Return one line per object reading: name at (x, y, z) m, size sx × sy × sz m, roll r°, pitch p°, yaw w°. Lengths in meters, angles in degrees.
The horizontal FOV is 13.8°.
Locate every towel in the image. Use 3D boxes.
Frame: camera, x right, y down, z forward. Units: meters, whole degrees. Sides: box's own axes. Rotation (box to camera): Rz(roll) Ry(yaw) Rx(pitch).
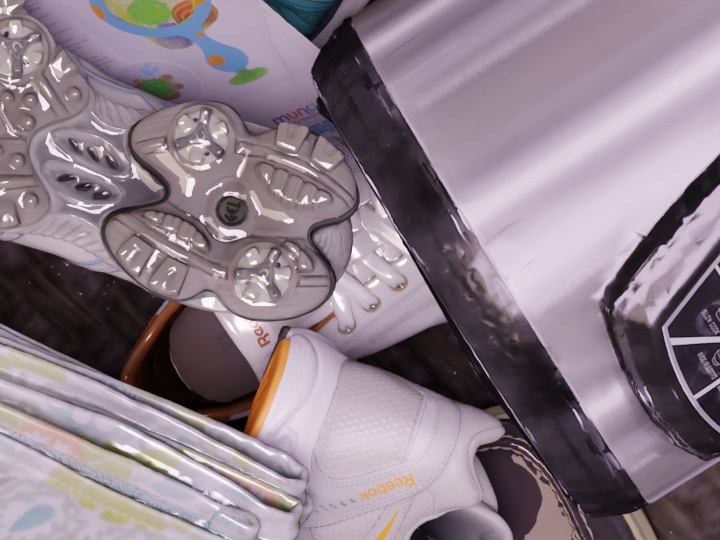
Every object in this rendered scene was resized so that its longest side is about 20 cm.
towel at (-0.128, 0.101, 0.949) m, size 0.171 × 0.048 × 0.200 m, roll 25°, pitch 125°, yaw -14°

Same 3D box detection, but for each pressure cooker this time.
pressure cooker at (0.106, -0.046, 0.879) m, size 0.199 × 0.176 × 0.179 m, roll -32°, pitch 86°, yaw 3°

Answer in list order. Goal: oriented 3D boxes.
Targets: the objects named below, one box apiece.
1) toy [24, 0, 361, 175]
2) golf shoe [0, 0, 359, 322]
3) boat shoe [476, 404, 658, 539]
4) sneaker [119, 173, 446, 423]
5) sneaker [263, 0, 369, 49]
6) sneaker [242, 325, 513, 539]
toy at (-0.079, -0.087, 0.942) m, size 0.115 × 0.047 × 0.200 m, roll -18°, pitch 136°, yaw 33°
golf shoe at (-0.098, -0.035, 0.917) m, size 0.199 × 0.097 × 0.079 m, roll 27°, pitch 83°, yaw 1°
boat shoe at (0.075, 0.145, 1.035) m, size 0.073 × 0.065 × 0.201 m, roll -17°, pitch 100°, yaw 28°
sneaker at (0.000, 0.000, 1.009) m, size 0.200 × 0.085 × 0.073 m, roll -37°, pitch 89°, yaw 28°
sneaker at (-0.019, -0.121, 0.978) m, size 0.200 × 0.080 × 0.078 m, roll -40°, pitch 90°, yaw 30°
sneaker at (0.003, 0.100, 1.012) m, size 0.092 × 0.076 × 0.200 m, roll 16°, pitch 150°, yaw 7°
